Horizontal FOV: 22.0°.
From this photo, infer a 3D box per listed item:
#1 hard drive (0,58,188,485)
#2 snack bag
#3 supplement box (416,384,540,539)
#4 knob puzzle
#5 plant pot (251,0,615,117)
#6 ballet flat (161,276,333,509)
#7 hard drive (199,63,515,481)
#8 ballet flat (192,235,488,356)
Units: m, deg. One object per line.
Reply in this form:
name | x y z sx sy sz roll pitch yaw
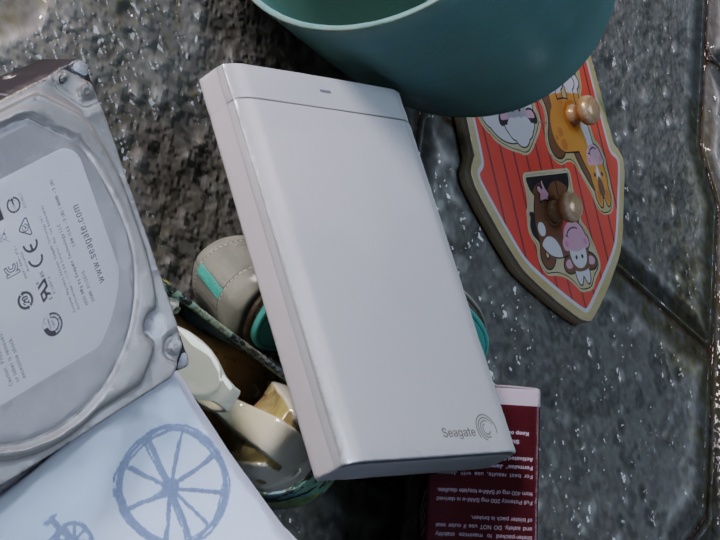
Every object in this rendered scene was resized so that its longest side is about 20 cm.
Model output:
hard drive | -0.166 0.020 0.700 0.200 0.038 0.140 -31 114 -35
snack bag | -0.085 0.166 0.749 0.188 0.021 0.200 -39 93 -33
supplement box | 0.058 0.170 0.950 0.109 0.060 0.201 92 0 -67
knob puzzle | 0.129 -0.066 1.198 0.219 0.030 0.221 23 60 -48
plant pot | 0.050 -0.176 1.002 0.161 0.200 0.202 43 46 -52
ballet flat | -0.066 0.062 0.853 0.200 0.074 0.075 37 50 -36
hard drive | 0.000 0.000 0.895 0.132 0.027 0.201 3 64 -50
ballet flat | -0.008 0.016 0.959 0.200 0.064 0.068 14 110 -50
